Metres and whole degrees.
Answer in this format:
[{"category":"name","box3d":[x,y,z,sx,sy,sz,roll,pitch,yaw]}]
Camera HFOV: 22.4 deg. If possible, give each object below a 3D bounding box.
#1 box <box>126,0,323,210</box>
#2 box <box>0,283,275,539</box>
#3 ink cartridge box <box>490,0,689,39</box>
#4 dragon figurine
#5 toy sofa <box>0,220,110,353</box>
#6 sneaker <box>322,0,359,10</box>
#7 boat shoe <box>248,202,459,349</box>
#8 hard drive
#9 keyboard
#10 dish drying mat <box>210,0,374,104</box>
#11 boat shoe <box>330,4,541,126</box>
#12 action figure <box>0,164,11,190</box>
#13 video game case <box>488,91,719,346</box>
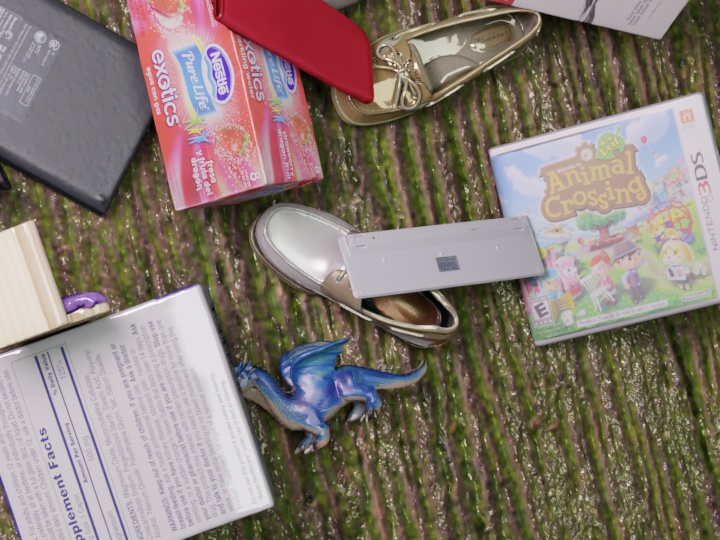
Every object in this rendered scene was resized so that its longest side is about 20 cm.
[{"category":"box","box3d":[-0.112,-0.159,1.506,0.102,0.094,0.202,-10,86,-62]},{"category":"box","box3d":[-0.188,0.129,1.443,0.198,0.105,0.186,-19,90,-3]},{"category":"ink cartridge box","box3d":[0.192,-0.302,1.618,0.198,0.084,0.146,10,54,-17]},{"category":"dragon figurine","box3d":[-0.033,0.090,1.546,0.199,0.059,0.100,-27,94,-17]},{"category":"toy sofa","box3d":[-0.258,0.012,1.406,0.097,0.200,0.084,-20,90,-12]},{"category":"sneaker","box3d":[0.000,-0.270,1.591,0.199,0.092,0.076,-11,64,-40]},{"category":"boat shoe","box3d":[0.000,0.000,1.561,0.199,0.068,0.075,28,77,-14]},{"category":"hard drive","box3d":[-0.268,-0.154,1.505,0.199,0.033,0.141,29,76,-13]},{"category":"keyboard","box3d":[0.072,-0.012,1.560,0.198,0.011,0.057,-7,77,-31]},{"category":"dish drying mat","box3d":[-0.056,-0.202,1.497,0.199,0.018,0.078,23,58,-49]},{"category":"boat shoe","box3d":[0.067,-0.186,1.603,0.199,0.063,0.074,-21,91,-19]},{"category":"action figure","box3d":[-0.382,-0.052,1.441,0.198,0.069,0.131,-25,100,-4]},{"category":"video game case","box3d":[0.228,-0.044,1.610,0.198,0.022,0.184,-14,89,16]}]
